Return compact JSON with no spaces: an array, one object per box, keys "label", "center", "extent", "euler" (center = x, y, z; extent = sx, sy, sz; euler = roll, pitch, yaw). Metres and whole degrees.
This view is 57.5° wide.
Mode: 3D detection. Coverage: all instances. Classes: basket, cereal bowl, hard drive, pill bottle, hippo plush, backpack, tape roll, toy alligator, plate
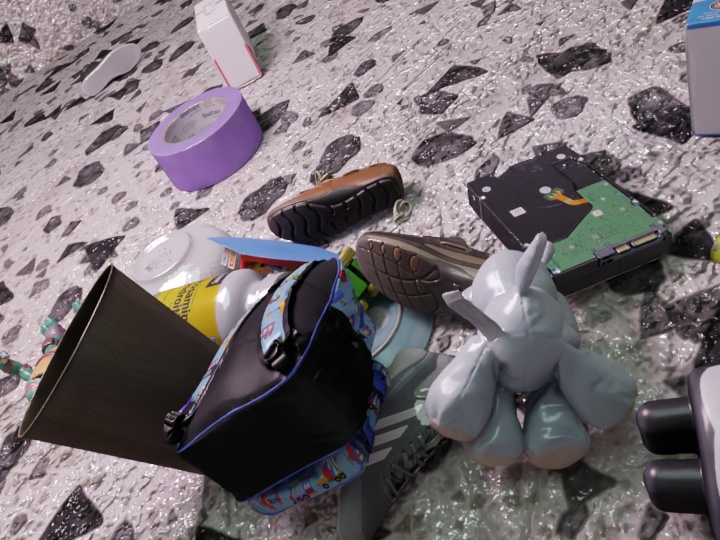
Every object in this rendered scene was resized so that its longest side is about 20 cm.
[{"label":"basket","center":[-0.205,0.121,0.664],"extent":[0.135,0.198,0.183],"euler":[-27,38,48]},{"label":"cereal bowl","center":[-0.262,0.006,0.938],"extent":[0.197,0.084,0.202],"euler":[-17,41,15]},{"label":"hard drive","center":[0.219,-0.060,0.721],"extent":[0.137,0.038,0.201],"euler":[-22,38,-6]},{"label":"pill bottle","center":[-0.159,0.062,0.777],"extent":[0.197,0.113,0.113],"euler":[-14,41,28]},{"label":"hippo plush","center":[0.124,0.059,0.577],"extent":[0.158,0.201,0.161],"euler":[-33,19,15]},{"label":"backpack","center":[-0.059,0.092,0.606],"extent":[0.182,0.135,0.201],"euler":[-35,20,29]},{"label":"tape roll","center":[-0.287,-0.246,1.219],"extent":[0.197,0.086,0.202],"euler":[-18,41,16]},{"label":"toy alligator","center":[0.000,0.000,0.766],"extent":[0.201,0.059,0.054],"euler":[-55,4,-27]},{"label":"plate","center":[-0.011,0.067,0.760],"extent":[0.197,0.026,0.202],"euler":[-18,40,16]}]

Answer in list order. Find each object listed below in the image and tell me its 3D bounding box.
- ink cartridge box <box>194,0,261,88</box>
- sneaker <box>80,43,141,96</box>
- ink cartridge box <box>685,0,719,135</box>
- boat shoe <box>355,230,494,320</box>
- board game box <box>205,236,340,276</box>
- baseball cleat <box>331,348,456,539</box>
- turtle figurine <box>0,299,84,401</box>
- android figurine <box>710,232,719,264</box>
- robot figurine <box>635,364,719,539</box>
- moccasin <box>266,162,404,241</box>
[{"label":"ink cartridge box","center":[-0.294,-0.512,1.454],"extent":[0.082,0.148,0.201],"euler":[-26,38,3]},{"label":"sneaker","center":[-0.713,-0.579,1.849],"extent":[0.200,0.071,0.099],"euler":[-43,45,-9]},{"label":"ink cartridge box","center":[0.457,-0.271,0.725],"extent":[0.145,0.146,0.202],"euler":[5,49,36]},{"label":"boat shoe","center":[0.090,0.003,0.712],"extent":[0.197,0.076,0.073],"euler":[22,36,16]},{"label":"board game box","center":[-0.103,-0.009,0.830],"extent":[0.155,0.040,0.199],"euler":[3,9,-32]},{"label":"baseball cleat","center":[0.046,0.154,0.597],"extent":[0.105,0.070,0.202],"euler":[1,51,28]},{"label":"turtle figurine","center":[-0.432,0.122,0.910],"extent":[0.147,0.102,0.201],"euler":[-11,25,0]},{"label":"android figurine","center":[0.420,-0.015,0.563],"extent":[0.182,0.041,0.199],"euler":[-44,39,-16]},{"label":"robot figurine","center":[0.293,0.121,0.436],"extent":[0.196,0.153,0.124],"euler":[-10,6,24]},{"label":"moccasin","center":[-0.037,-0.100,0.916],"extent":[0.199,0.074,0.078],"euler":[-25,30,11]}]
